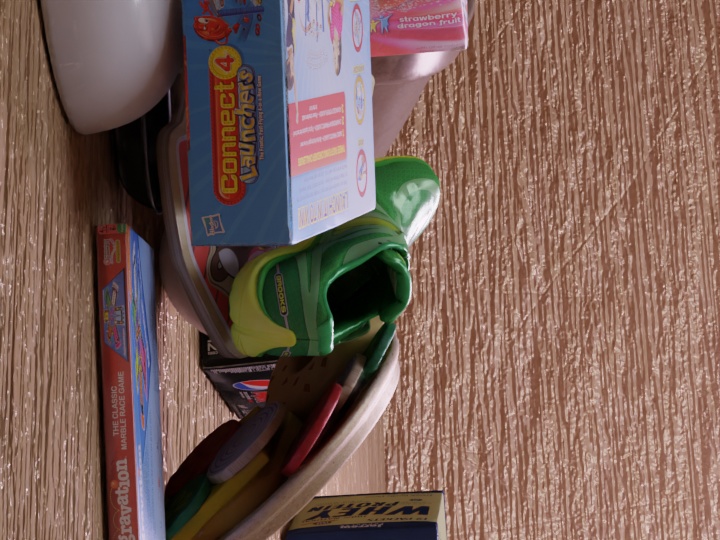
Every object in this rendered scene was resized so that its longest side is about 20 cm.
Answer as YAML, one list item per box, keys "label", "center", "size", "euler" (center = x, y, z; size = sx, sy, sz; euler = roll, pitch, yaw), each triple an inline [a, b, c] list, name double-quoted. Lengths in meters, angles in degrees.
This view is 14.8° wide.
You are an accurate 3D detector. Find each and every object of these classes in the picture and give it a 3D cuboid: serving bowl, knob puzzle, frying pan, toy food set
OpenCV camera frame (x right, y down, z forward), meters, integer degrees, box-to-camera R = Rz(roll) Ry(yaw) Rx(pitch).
- label: "serving bowl"
  center: [-0.122, -0.173, 1.453]
  size: [0.200, 0.066, 0.200]
  euler: [-4, 90, -85]
- label: "knob puzzle"
  center: [-0.051, -0.046, 1.627]
  size: [0.220, 0.030, 0.220]
  euler: [-6, 98, -56]
- label: "frying pan"
  center: [-0.121, -0.096, 1.623]
  size: [0.190, 0.031, 0.115]
  euler: [-76, 165, -80]
- label: "toy food set"
  center: [-0.050, 0.098, 1.637]
  size: [0.049, 0.200, 0.198]
  euler: [45, 6, -11]

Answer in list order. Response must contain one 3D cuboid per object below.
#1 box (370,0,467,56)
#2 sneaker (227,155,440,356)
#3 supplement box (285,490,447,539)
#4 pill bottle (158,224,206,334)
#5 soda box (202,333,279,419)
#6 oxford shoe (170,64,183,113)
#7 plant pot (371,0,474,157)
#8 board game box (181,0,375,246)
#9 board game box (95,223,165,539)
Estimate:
- label: "box"
  center: [-0.032, -0.201, 1.806]
  size: [0.103, 0.200, 0.095]
  euler: [80, 7, -62]
- label: "sneaker"
  center: [0.000, 0.000, 1.617]
  size: [0.200, 0.083, 0.074]
  euler: [-45, 142, -47]
- label: "supplement box"
  center: [0.012, 0.311, 2.474]
  size: [0.200, 0.134, 0.200]
  euler: [-56, 142, -84]
- label: "pill bottle"
  center: [-0.067, -0.041, 1.799]
  size: [0.200, 0.112, 0.113]
  euler: [-85, 171, -66]
- label: "soda box"
  center: [-0.072, 0.055, 2.003]
  size: [0.200, 0.063, 0.071]
  euler: [73, 14, -76]
- label: "oxford shoe"
  center: [-0.103, -0.145, 1.650]
  size: [0.058, 0.075, 0.200]
  euler: [-95, 172, -51]
- label: "plant pot"
  center: [-0.021, -0.165, 2.230]
  size: [0.200, 0.200, 0.175]
  euler: [-88, -170, -55]
- label: "board game box"
  center: [-0.042, -0.120, 1.500]
  size: [0.200, 0.056, 0.196]
  euler: [-25, 114, -76]
- label: "board game box"
  center: [-0.125, 0.080, 1.521]
  size: [0.103, 0.019, 0.200]
  euler: [69, 17, -82]
